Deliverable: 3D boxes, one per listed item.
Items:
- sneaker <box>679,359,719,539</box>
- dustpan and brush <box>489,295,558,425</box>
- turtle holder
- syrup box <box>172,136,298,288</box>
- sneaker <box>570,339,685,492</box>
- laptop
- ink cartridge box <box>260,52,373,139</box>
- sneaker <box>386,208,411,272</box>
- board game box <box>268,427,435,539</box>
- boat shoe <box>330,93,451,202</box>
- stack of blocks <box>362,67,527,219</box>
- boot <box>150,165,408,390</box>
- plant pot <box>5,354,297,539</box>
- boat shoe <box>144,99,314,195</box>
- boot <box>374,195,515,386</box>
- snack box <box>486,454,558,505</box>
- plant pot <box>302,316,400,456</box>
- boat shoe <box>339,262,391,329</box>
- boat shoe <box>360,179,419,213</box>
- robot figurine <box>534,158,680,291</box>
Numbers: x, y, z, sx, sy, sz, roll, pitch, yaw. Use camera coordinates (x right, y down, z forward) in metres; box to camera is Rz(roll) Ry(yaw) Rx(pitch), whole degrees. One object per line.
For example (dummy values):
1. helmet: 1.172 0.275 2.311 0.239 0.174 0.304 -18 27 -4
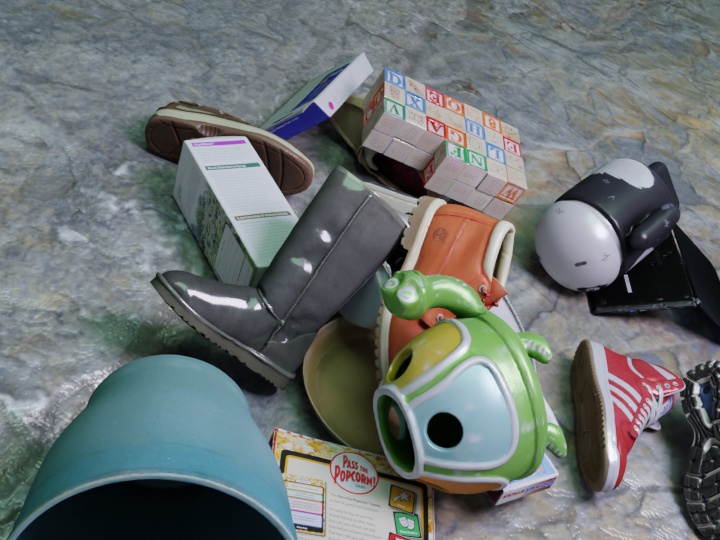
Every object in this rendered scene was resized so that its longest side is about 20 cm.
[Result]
1. sneaker: 0.388 0.195 1.001 0.089 0.078 0.202 32 51 -28
2. dustpan and brush: 0.155 0.098 0.993 0.057 0.140 0.202 -15 79 -11
3. turtle holder: 0.082 0.099 0.814 0.131 0.187 0.141 -16 27 -24
4. syrup box: -0.124 -0.049 1.021 0.081 0.079 0.201 -8 49 -32
5. sneaker: 0.284 0.156 1.005 0.111 0.072 0.201 16 37 -4
6. laptop: 0.387 0.022 1.259 0.198 0.104 0.178 -5 40 5
7. ink cartridge box: -0.060 -0.212 1.226 0.037 0.094 0.200 58 36 -16
8. sneaker: 0.078 -0.029 1.077 0.199 0.074 0.080 31 69 -13
9. board game box: -0.014 0.234 0.782 0.150 0.047 0.201 16 39 -10
10. boat shoe: 0.033 -0.152 1.222 0.200 0.074 0.069 39 35 17
11. stack of blocks: 0.101 -0.154 1.178 0.198 0.059 0.116 21 44 -20
12. boot: -0.070 -0.012 0.894 0.181 0.201 0.073 37 0 -30
13. plant pot: -0.142 0.167 0.694 0.198 0.202 0.188 13 24 -14
14. boat shoe: -0.146 -0.153 1.133 0.200 0.075 0.075 20 35 -4
15. boot: 0.080 0.034 0.910 0.106 0.202 0.075 14 -8 24
16. snack box: 0.108 0.131 0.938 0.071 0.024 0.201 -6 48 -34
17. plant pot: 0.035 0.123 0.950 0.198 0.028 0.201 15 39 -13
18. boat shoe: 0.000 0.000 1.021 0.069 0.072 0.200 9 20 -31
19. boat shoe: 0.062 -0.053 1.130 0.198 0.072 0.068 25 5 -13
20. robot figurine: 0.306 -0.057 1.194 0.199 0.151 0.125 -35 70 -26
